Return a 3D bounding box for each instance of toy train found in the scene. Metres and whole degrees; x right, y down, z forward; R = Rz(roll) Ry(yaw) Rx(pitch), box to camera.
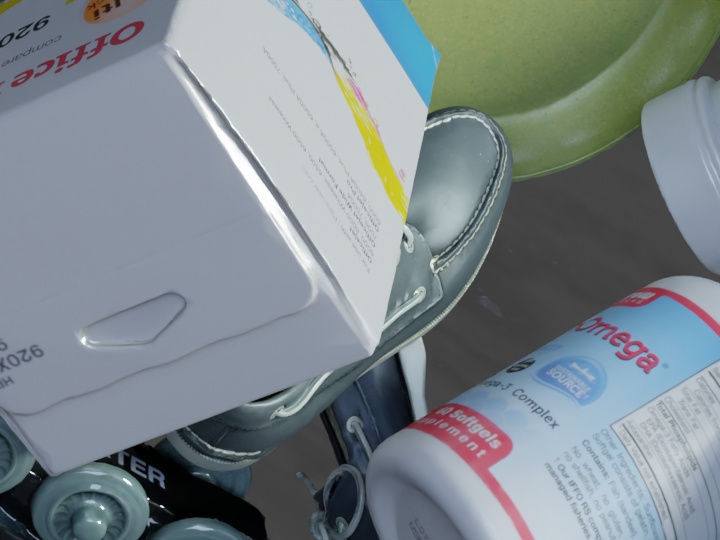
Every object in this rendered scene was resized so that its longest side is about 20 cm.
[{"bbox_3d":[-0.126,0.099,1.056,0.200,0.085,0.114,31,116,-24],"label":"toy train"}]

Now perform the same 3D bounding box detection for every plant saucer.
[{"bbox_3d":[0.062,-0.130,1.108,0.200,0.031,0.200,-8,123,-12],"label":"plant saucer"}]

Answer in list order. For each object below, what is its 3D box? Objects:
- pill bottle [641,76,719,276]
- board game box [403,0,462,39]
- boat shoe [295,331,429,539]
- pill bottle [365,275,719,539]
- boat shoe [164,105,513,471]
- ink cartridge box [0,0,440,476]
[{"bbox_3d":[0.223,-0.073,1.096,0.200,0.112,0.112,-24,87,21],"label":"pill bottle"},{"bbox_3d":[-0.041,-0.178,1.088,0.151,0.037,0.200,-11,124,-7],"label":"board game box"},{"bbox_3d":[0.006,0.086,1.106,0.062,0.075,0.200,-12,85,-8],"label":"boat shoe"},{"bbox_3d":[0.110,0.070,1.045,0.200,0.109,0.109,-29,88,-23],"label":"pill bottle"},{"bbox_3d":[0.000,0.000,1.062,0.073,0.062,0.200,43,65,3],"label":"boat shoe"},{"bbox_3d":[-0.076,-0.054,0.996,0.147,0.200,0.145,-23,119,22],"label":"ink cartridge box"}]
